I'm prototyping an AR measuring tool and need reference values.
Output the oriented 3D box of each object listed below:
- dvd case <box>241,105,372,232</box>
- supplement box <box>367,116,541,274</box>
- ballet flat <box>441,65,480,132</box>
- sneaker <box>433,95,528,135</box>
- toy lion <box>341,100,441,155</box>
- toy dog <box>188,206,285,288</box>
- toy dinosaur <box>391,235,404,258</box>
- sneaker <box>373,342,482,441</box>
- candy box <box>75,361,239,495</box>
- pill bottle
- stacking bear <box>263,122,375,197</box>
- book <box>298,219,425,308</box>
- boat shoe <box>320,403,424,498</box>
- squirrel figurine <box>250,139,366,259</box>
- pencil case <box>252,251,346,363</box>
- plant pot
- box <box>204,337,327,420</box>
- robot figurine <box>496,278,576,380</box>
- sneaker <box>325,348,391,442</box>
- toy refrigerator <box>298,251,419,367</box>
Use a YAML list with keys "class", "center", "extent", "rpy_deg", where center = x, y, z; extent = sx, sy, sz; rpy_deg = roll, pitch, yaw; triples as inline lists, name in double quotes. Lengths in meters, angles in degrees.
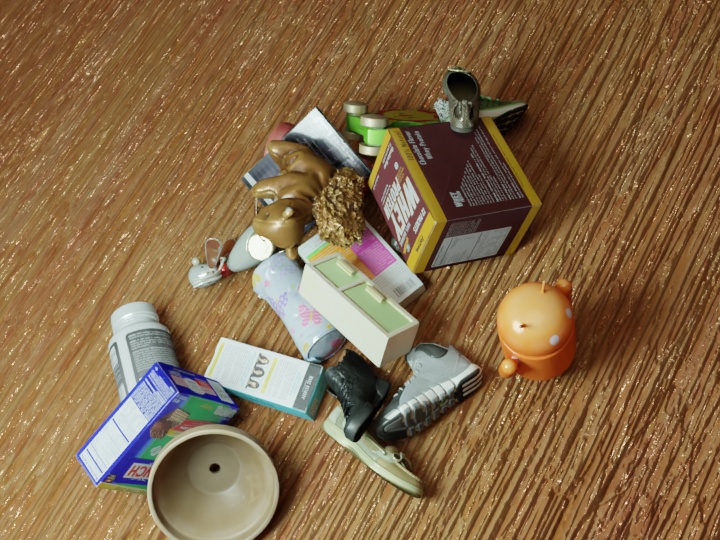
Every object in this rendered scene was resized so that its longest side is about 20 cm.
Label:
- class: "dvd case"
  center: [-0.096, -0.167, 1.612]
  extent: [0.200, 0.016, 0.149]
  rpy_deg: [-39, 96, 25]
- class: "supplement box"
  center: [0.149, -0.127, 1.502]
  extent: [0.198, 0.133, 0.199]
  rpy_deg: [-11, 58, -24]
- class: "ballet flat"
  center: [0.170, -0.299, 1.535]
  extent: [0.066, 0.047, 0.201]
  rpy_deg: [1, 39, 4]
- class: "sneaker"
  center: [0.210, -0.285, 1.602]
  extent: [0.198, 0.077, 0.089]
  rpy_deg: [-14, 64, -34]
- class: "toy lion"
  center: [0.071, -0.255, 1.613]
  extent: [0.189, 0.070, 0.200]
  rpy_deg: [-3, 20, -14]
- class: "toy dog"
  center: [-0.224, -0.045, 1.627]
  extent: [0.198, 0.132, 0.097]
  rpy_deg: [-22, 89, -5]
- class: "toy dinosaur"
  center: [0.080, -0.119, 1.618]
  extent: [0.087, 0.048, 0.202]
  rpy_deg: [-21, 57, 12]
- class: "sneaker"
  center: [0.085, 0.181, 1.444]
  extent: [0.198, 0.076, 0.116]
  rpy_deg: [-26, 50, -21]
- class: "candy box"
  center: [-0.316, 0.255, 1.443]
  extent: [0.200, 0.169, 0.077]
  rpy_deg: [-48, 58, 6]
- class: "pill bottle"
  center: [-0.367, 0.158, 1.564]
  extent: [0.110, 0.111, 0.202]
  rpy_deg: [-24, 60, 3]
- class: "stacking bear"
  center: [-0.066, -0.188, 1.661]
  extent: [0.198, 0.114, 0.122]
  rpy_deg: [22, 71, 19]
- class: "book"
  center: [0.000, 0.000, 1.579]
  extent: [0.133, 0.048, 0.200]
  rpy_deg: [-37, 62, -6]
- class: "boat shoe"
  center: [0.026, 0.275, 1.417]
  extent: [0.200, 0.073, 0.063]
  rpy_deg: [32, 79, 35]
- class: "squirrel figurine"
  center: [-0.086, -0.105, 1.513]
  extent: [0.197, 0.143, 0.187]
  rpy_deg: [8, 33, 5]
- class: "pencil case"
  center: [-0.105, 0.061, 1.555]
  extent: [0.090, 0.083, 0.200]
  rpy_deg: [-37, 60, -5]
- class: "plant pot"
  center: [-0.227, 0.326, 1.427]
  extent: [0.198, 0.093, 0.204]
  rpy_deg: [-2, 102, -8]
- class: "box"
  center: [-0.157, 0.180, 1.528]
  extent: [0.198, 0.049, 0.083]
  rpy_deg: [14, 69, 22]
- class: "robot figurine"
  center: [0.263, 0.093, 1.366]
  extent: [0.142, 0.200, 0.118]
  rpy_deg: [-19, 60, 5]
- class: "sneaker"
  center: [-0.017, 0.190, 1.427]
  extent: [0.103, 0.200, 0.060]
  rpy_deg: [28, 115, 9]
- class: "toy refrigerator"
  center: [-0.004, 0.057, 1.469]
  extent: [0.075, 0.071, 0.200]
  rpy_deg: [-21, 50, -39]
